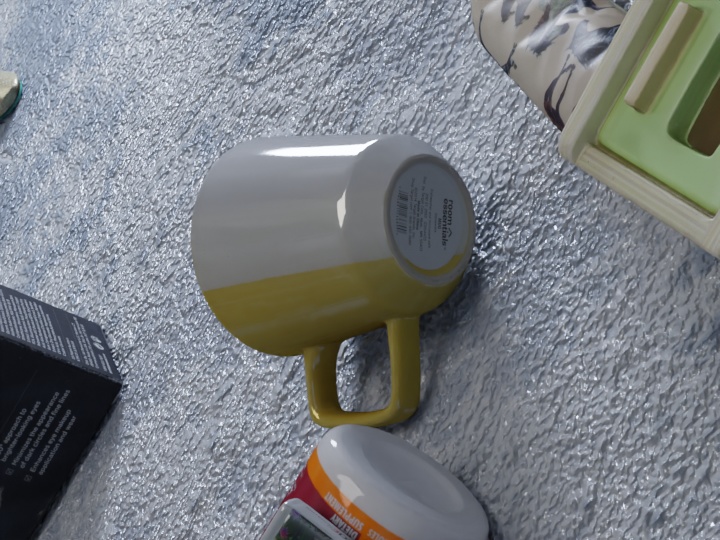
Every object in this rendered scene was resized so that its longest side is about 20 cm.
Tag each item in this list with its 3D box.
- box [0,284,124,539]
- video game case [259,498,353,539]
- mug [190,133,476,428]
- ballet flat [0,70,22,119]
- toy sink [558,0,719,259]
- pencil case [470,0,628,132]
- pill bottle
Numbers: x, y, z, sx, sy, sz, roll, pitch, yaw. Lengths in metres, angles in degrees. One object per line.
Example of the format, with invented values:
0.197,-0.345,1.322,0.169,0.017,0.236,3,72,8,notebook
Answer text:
-0.345,0.117,1.544,0.197,0.199,0.118,-57,30,14,box
-0.018,0.257,0.968,0.181,0.023,0.201,35,104,15,video game case
0.002,-0.009,1.165,0.153,0.187,0.149,-9,29,47,mug
-0.468,-0.207,2.120,0.200,0.062,0.068,-5,65,57,ballet flat
0.184,-0.079,0.866,0.131,0.112,0.200,-60,29,10,toy sink
0.132,-0.136,1.065,0.089,0.078,0.200,-46,33,9,pencil case
-0.020,0.200,1.038,0.201,0.113,0.113,-59,30,14,pill bottle
